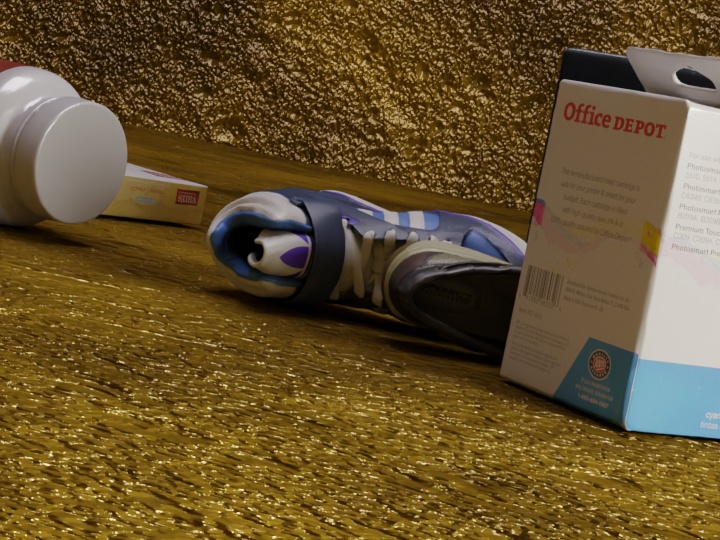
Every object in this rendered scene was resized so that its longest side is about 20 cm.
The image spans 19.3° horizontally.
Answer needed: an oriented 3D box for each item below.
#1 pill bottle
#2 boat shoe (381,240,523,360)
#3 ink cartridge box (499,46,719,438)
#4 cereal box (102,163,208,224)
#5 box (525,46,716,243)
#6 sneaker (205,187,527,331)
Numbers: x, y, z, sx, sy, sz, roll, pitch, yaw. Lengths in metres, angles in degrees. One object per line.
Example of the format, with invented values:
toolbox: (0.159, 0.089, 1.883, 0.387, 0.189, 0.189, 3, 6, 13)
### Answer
pill bottle: (-0.261, -0.093, 1.483, 0.200, 0.112, 0.112, 16, 7, 38)
boat shoe: (0.112, 0.031, 1.277, 0.200, 0.073, 0.065, 8, 17, -8)
ink cartridge box: (0.178, -0.018, 1.173, 0.125, 0.200, 0.129, 9, 6, -29)
cereal box: (-0.245, -0.080, 1.762, 0.200, 0.040, 0.144, 16, 7, 38)
box: (0.202, -0.037, 1.435, 0.124, 0.200, 0.197, 13, 5, 24)
sneaker: (0.000, 0.000, 1.322, 0.200, 0.081, 0.146, 19, 16, 30)
